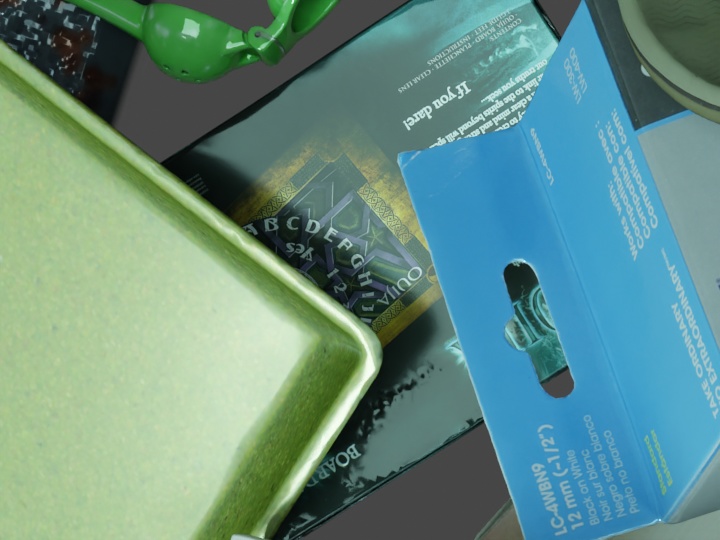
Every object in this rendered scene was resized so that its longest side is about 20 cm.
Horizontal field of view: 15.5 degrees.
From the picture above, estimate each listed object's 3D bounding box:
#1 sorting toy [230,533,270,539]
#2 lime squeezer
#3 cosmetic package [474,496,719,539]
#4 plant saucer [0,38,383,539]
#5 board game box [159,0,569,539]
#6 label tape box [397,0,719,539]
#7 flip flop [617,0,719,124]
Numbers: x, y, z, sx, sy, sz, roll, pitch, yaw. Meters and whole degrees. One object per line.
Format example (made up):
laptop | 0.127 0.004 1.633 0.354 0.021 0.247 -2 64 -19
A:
sorting toy | 0.038 0.147 0.786 0.180 0.107 0.201 18 137 37
lime squeezer | -0.036 -0.102 0.900 0.199 0.038 0.071 -14 58 9
cosmetic package | 0.137 0.125 0.849 0.200 0.087 0.103 43 95 5
plant saucer | -0.106 0.037 0.872 0.200 0.048 0.200 38 114 13
board game box | 0.000 0.000 0.894 0.200 0.028 0.136 -32 87 6
label tape box | 0.120 -0.019 0.758 0.199 0.066 0.144 -17 61 0
flip flop | 0.106 -0.128 0.748 0.081 0.058 0.201 -8 64 8
